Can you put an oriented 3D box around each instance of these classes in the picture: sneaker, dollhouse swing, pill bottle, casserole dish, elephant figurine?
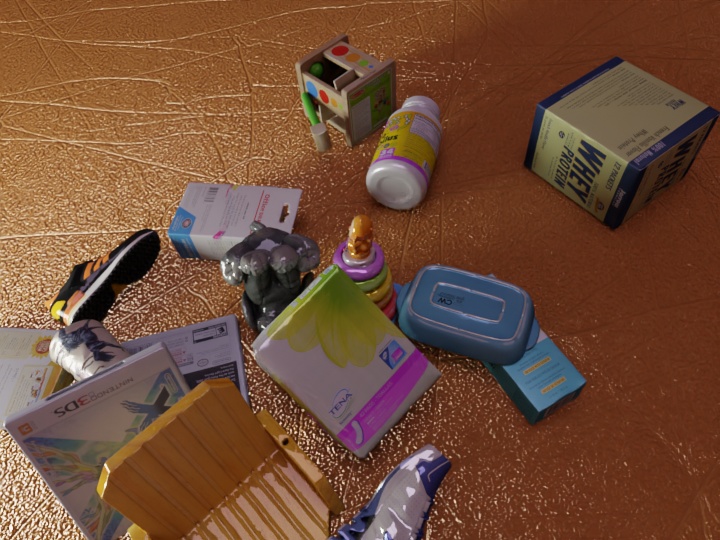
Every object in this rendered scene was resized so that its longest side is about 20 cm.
[{"bbox_3d":[0.046,0.306,0.631,0.199,0.081,0.115,-42,65,-15],"label":"sneaker"},{"bbox_3d":[-0.146,0.255,0.614,0.200,0.176,0.182,-39,62,-22],"label":"dollhouse swing"},{"bbox_3d":[0.083,-0.211,0.973,0.104,0.105,0.201,11,56,12],"label":"pill bottle"},{"bbox_3d":[0.144,0.051,0.761,0.199,0.039,0.122,15,58,17],"label":"casserole dish"},{"bbox_3d":[-0.119,0.051,0.802,0.141,0.201,0.155,5,30,27],"label":"elephant figurine"},{"bbox_3d":[-0.408,-0.002,0.885,0.090,0.070,0.201,25,62,17],"label":"sneaker"}]

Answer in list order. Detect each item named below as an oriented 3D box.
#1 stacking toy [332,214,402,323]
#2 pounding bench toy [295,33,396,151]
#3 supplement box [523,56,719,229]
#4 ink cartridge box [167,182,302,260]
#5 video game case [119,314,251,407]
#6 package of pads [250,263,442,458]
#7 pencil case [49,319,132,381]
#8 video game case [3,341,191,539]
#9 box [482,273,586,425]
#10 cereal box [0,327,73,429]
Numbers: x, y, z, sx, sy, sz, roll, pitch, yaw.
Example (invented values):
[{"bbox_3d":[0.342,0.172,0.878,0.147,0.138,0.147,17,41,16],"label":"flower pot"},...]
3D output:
[{"bbox_3d":[0.000,0.000,0.769,0.109,0.201,0.116,15,53,15],"label":"stacking toy"},{"bbox_3d":[-0.056,-0.324,1.053,0.200,0.125,0.156,-40,61,-22],"label":"pounding bench toy"},{"bbox_3d":[0.421,-0.215,0.928,0.199,0.135,0.200,-33,58,-18],"label":"supplement box"},{"bbox_3d":[-0.197,-0.078,0.924,0.199,0.068,0.116,4,55,8],"label":"ink cartridge box"},{"bbox_3d":[-0.259,0.164,0.786,0.199,0.023,0.183,-14,54,-6],"label":"video game case"},{"bbox_3d":[-0.021,0.115,0.705,0.154,0.068,0.200,-44,95,-10],"label":"package of pads"},{"bbox_3d":[-0.325,0.141,0.741,0.199,0.090,0.078,32,53,26],"label":"pencil case"},{"bbox_3d":[-0.272,0.208,0.659,0.182,0.201,0.022,-26,24,-14],"label":"video game case"},{"bbox_3d":[0.207,0.102,0.773,0.082,0.049,0.200,-27,57,-14],"label":"box"},{"bbox_3d":[-0.515,0.152,0.804,0.199,0.040,0.145,2,55,7],"label":"cereal box"}]
